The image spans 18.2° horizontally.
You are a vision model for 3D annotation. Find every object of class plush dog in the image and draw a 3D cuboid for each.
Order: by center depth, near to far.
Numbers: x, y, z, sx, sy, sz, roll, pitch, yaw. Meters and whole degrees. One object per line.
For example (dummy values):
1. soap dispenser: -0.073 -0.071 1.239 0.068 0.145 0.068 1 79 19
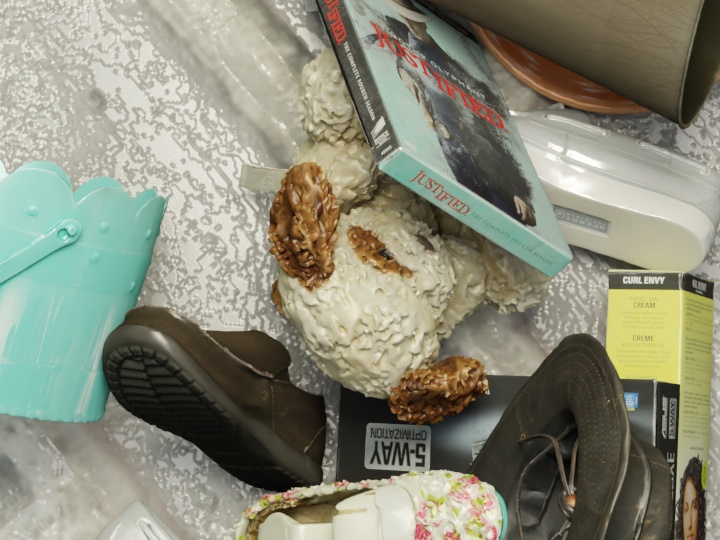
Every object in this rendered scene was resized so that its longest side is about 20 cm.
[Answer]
1. plush dog: 0.000 0.000 1.268 0.160 0.172 0.200 -38 108 19

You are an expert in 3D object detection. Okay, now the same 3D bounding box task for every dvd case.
1. dvd case: 0.039 -0.097 1.248 0.022 0.201 0.146 -42 131 21

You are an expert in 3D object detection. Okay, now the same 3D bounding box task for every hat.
1. hat: 0.118 0.138 1.202 0.080 0.200 0.202 17 85 -19

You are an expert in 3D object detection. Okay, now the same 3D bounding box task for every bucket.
1. bucket: -0.215 -0.001 1.272 0.205 0.207 0.136 14 91 0

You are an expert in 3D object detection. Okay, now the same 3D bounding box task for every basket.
1. basket: 0.114 -0.190 1.250 0.198 0.136 0.182 17 76 16

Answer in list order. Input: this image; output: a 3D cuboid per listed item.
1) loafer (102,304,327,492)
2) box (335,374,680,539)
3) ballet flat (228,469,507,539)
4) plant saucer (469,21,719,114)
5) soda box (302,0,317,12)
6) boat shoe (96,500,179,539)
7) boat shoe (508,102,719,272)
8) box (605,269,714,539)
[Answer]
1. loafer: -0.080 0.063 1.287 0.072 0.200 0.072 2 65 28
2. box: 0.082 0.139 1.298 0.198 0.050 0.159 1 85 26
3. ballet flat: -0.003 0.149 1.246 0.064 0.199 0.076 9 74 -36
4. plant saucer: 0.152 -0.194 1.333 0.198 0.037 0.202 5 111 14
5. soda box: -0.019 -0.259 1.317 0.063 0.068 0.202 -9 112 -1
6. boat shoe: -0.072 0.212 1.317 0.199 0.072 0.069 37 86 11
7. boat shoe: 0.123 -0.065 1.346 0.198 0.072 0.069 17 54 15
8. box: 0.175 0.102 1.325 0.050 0.075 0.202 0 86 23
